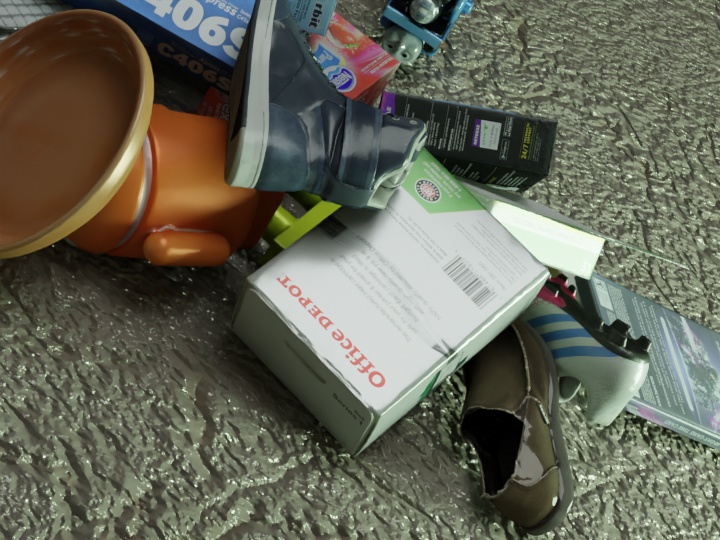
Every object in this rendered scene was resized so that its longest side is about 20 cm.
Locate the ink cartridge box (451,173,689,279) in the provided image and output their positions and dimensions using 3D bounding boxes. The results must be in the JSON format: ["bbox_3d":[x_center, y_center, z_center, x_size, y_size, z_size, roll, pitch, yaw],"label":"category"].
[{"bbox_3d":[0.152,-0.028,1.544,0.145,0.048,0.200,16,9,-41],"label":"ink cartridge box"}]

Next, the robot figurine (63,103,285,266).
[{"bbox_3d":[-0.158,-0.066,1.412,0.200,0.116,0.144,6,78,-38],"label":"robot figurine"}]

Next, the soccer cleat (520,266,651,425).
[{"bbox_3d":[0.156,0.055,1.531,0.070,0.087,0.200,16,16,-37],"label":"soccer cleat"}]

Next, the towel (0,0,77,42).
[{"bbox_3d":[-0.288,-0.221,1.524,0.166,0.086,0.200,49,33,18],"label":"towel"}]

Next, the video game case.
[{"bbox_3d":[0.279,0.088,1.662,0.200,0.019,0.143,25,39,-35],"label":"video game case"}]

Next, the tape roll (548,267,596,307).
[{"bbox_3d":[0.130,0.006,1.654,0.202,0.037,0.203,23,35,-18],"label":"tape roll"}]

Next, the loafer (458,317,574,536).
[{"bbox_3d":[0.114,0.108,1.453,0.071,0.073,0.200,26,36,-38],"label":"loafer"}]

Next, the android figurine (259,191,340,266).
[{"bbox_3d":[0.000,0.000,1.516,0.200,0.041,0.182,42,42,4],"label":"android figurine"}]

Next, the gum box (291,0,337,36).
[{"bbox_3d":[-0.123,-0.276,1.625,0.199,0.045,0.170,16,22,-11],"label":"gum box"}]

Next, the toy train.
[{"bbox_3d":[0.073,-0.277,1.895,0.087,0.114,0.200,30,32,-2],"label":"toy train"}]

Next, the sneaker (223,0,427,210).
[{"bbox_3d":[-0.025,-0.128,1.411,0.146,0.077,0.203,10,49,-11],"label":"sneaker"}]

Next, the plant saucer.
[{"bbox_3d":[-0.226,-0.094,1.331,0.037,0.200,0.200,41,19,-47],"label":"plant saucer"}]

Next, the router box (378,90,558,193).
[{"bbox_3d":[0.085,-0.109,1.613,0.149,0.051,0.200,10,-2,-1],"label":"router box"}]

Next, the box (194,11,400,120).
[{"bbox_3d":[-0.060,-0.144,1.615,0.095,0.103,0.200,38,31,5],"label":"box"}]

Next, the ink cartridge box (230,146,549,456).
[{"bbox_3d":[0.021,0.022,1.419,0.200,0.084,0.146,-37,76,-29],"label":"ink cartridge box"}]

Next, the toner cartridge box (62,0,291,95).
[{"bbox_3d":[-0.162,-0.229,1.491,0.200,0.043,0.095,29,60,-6],"label":"toner cartridge box"}]
